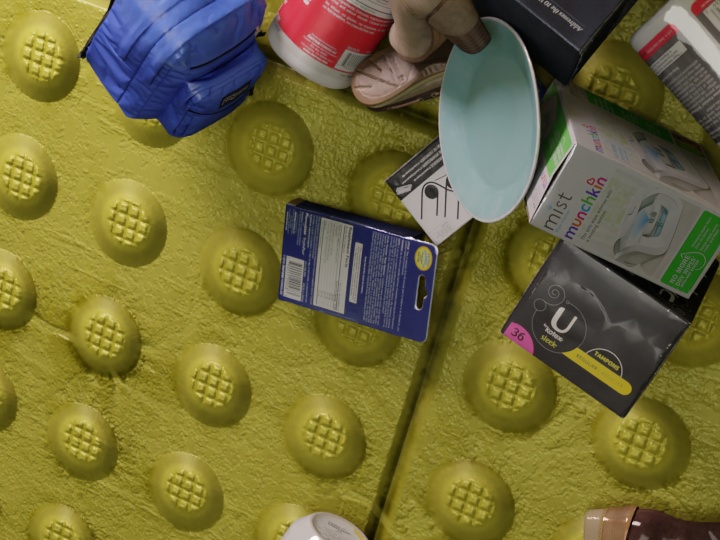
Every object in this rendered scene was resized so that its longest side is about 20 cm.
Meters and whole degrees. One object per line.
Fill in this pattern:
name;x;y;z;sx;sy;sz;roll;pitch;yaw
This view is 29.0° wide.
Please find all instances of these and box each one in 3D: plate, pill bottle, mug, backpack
plate;0.132;-0.148;1.370;0.200;0.025;0.202;176;90;-65
pill bottle;-0.005;-0.301;1.467;0.112;0.112;0.200;39;116;7
pill bottle;0.365;-0.185;1.344;0.111;0.111;0.200;-42;88;27
mug;-0.044;0.383;1.710;0.149;0.186;0.154;42;112;42
backpack;-0.181;-0.254;1.496;0.168;0.162;0.200;47;151;1

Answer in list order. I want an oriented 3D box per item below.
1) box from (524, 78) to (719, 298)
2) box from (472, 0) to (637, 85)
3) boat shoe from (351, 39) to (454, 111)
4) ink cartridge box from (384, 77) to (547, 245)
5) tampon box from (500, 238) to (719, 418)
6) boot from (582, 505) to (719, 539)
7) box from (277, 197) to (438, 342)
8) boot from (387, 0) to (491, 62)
box;0.251;-0.084;1.357;0.175;0.200;0.097;25;114;-8
box;0.189;-0.324;1.331;0.200;0.124;0.197;40;84;6
boat shoe;0.089;-0.221;1.483;0.199;0.072;0.073;-26;70;7
ink cartridge box;0.130;-0.124;1.506;0.200;0.044;0.094;-39;91;27
tampon box;0.257;0.028;1.415;0.149;0.200;0.127;35;116;9
boot;0.332;0.365;1.563;0.165;0.072;0.202;4;105;23
box;0.000;0.000;1.596;0.199;0.032;0.122;17;112;26
boot;0.044;-0.274;1.348;0.146;0.200;0.070;45;77;-26
